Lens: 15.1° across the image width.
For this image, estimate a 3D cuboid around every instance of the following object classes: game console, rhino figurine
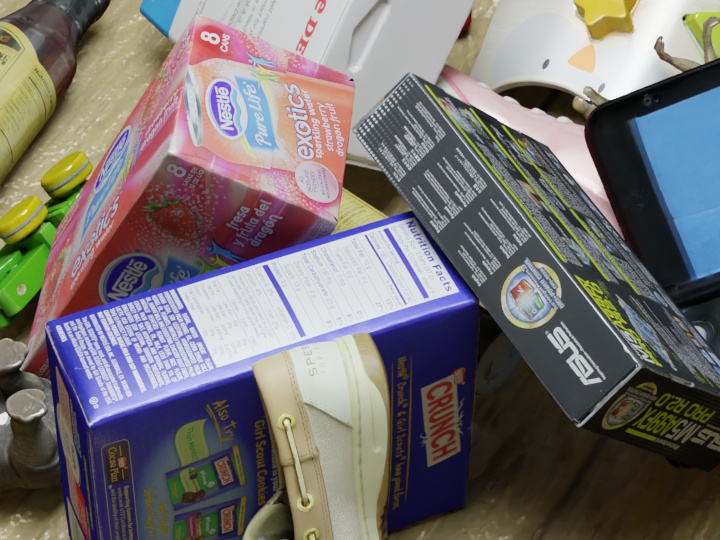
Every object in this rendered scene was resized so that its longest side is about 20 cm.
[{"bbox_3d":[0.221,-0.019,1.380,0.199,0.119,0.173,-21,38,24],"label":"game console"},{"bbox_3d":[-0.172,0.080,1.391,0.199,0.088,0.060,-3,53,-1],"label":"rhino figurine"}]

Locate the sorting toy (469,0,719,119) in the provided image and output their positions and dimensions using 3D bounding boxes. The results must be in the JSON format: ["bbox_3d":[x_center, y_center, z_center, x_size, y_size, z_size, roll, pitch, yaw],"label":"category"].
[{"bbox_3d":[0.150,-0.134,1.605,0.199,0.107,0.181,25,70,24],"label":"sorting toy"}]

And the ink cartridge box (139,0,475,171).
[{"bbox_3d":[-0.028,-0.165,1.551,0.084,0.147,0.200,14,19,-37],"label":"ink cartridge box"}]

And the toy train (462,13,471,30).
[{"bbox_3d":[0.025,-0.190,1.630,0.084,0.116,0.201,1,45,3],"label":"toy train"}]

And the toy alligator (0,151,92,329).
[{"bbox_3d":[-0.183,-0.003,1.501,0.054,0.059,0.200,-17,26,51],"label":"toy alligator"}]

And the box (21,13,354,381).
[{"bbox_3d":[-0.089,-0.021,1.394,0.094,0.200,0.103,22,47,-16],"label":"box"}]

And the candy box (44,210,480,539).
[{"bbox_3d":[-0.046,0.073,1.337,0.199,0.170,0.077,-16,51,-15],"label":"candy box"}]

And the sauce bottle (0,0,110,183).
[{"bbox_3d":[-0.209,-0.108,1.594,0.066,0.066,0.200,14,46,15],"label":"sauce bottle"}]

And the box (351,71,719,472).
[{"bbox_3d":[0.099,0.002,1.340,0.044,0.160,0.200,-45,62,15],"label":"box"}]

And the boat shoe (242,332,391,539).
[{"bbox_3d":[-0.023,0.125,1.271,0.066,0.201,0.074,-4,19,-10],"label":"boat shoe"}]

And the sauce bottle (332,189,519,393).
[{"bbox_3d":[0.000,0.000,1.470,0.066,0.066,0.200,-36,53,-29],"label":"sauce bottle"}]

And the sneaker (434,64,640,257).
[{"bbox_3d":[0.104,-0.058,1.530,0.104,0.076,0.200,-24,53,-23],"label":"sneaker"}]

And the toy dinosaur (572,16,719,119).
[{"bbox_3d":[0.223,-0.079,1.541,0.199,0.102,0.058,24,10,4],"label":"toy dinosaur"}]
